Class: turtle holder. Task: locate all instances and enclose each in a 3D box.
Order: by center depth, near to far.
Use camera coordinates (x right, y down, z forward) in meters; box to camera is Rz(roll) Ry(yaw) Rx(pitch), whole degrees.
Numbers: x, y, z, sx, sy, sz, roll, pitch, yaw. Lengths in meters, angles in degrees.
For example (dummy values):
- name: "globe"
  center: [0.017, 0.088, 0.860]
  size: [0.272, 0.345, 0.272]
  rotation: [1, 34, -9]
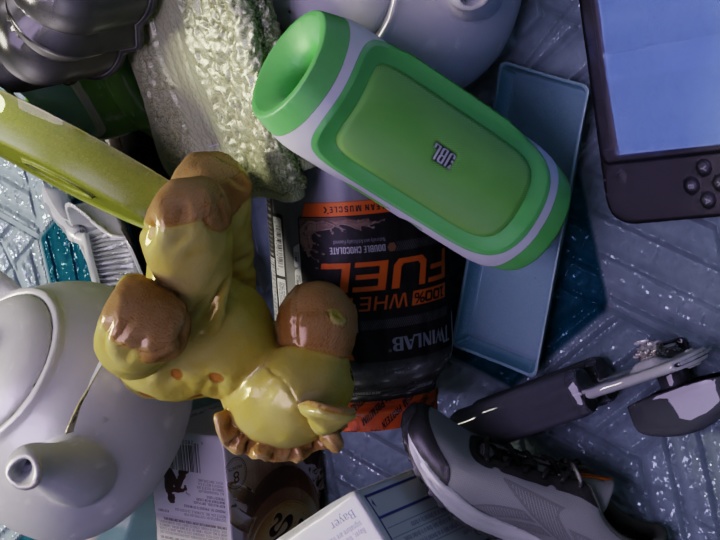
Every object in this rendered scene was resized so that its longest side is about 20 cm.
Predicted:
- name: "turtle holder"
  center: [-0.204, -0.169, 1.231]
  size: [0.131, 0.185, 0.142]
  rotation: [-12, 74, 15]

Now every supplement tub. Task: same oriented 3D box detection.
- name: "supplement tub"
  center: [0.000, 0.000, 1.174]
  size: [0.122, 0.122, 0.201]
  rotation: [4, 103, 37]

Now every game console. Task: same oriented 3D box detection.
- name: "game console"
  center: [0.184, -0.124, 1.008]
  size: [0.172, 0.118, 0.201]
  rotation: [-4, 97, 38]

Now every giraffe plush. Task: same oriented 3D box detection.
- name: "giraffe plush"
  center: [-0.071, 0.046, 1.074]
  size: [0.161, 0.173, 0.201]
  rotation: [24, 109, -1]

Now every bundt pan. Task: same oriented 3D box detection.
- name: "bundt pan"
  center: [-0.227, -0.204, 1.102]
  size: [0.201, 0.076, 0.203]
  rotation: [18, 122, 31]

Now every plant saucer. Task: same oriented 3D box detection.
- name: "plant saucer"
  center: [0.108, -0.034, 1.150]
  size: [0.070, 0.019, 0.201]
  rotation: [21, 112, 33]
- name: "plant saucer"
  center: [-0.201, -0.074, 1.188]
  size: [0.199, 0.200, 0.031]
  rotation: [22, 82, 32]

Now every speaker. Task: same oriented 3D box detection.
- name: "speaker"
  center: [0.034, -0.077, 1.063]
  size: [0.088, 0.199, 0.089]
  rotation: [-40, 33, 33]

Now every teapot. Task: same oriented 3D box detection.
- name: "teapot"
  center: [-0.004, -0.193, 1.121]
  size: [0.200, 0.146, 0.198]
  rotation: [-44, 73, 36]
- name: "teapot"
  center: [-0.225, 0.081, 1.211]
  size: [0.199, 0.146, 0.198]
  rotation: [-8, 56, 41]

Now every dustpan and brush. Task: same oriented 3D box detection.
- name: "dustpan and brush"
  center: [-0.207, -0.019, 1.358]
  size: [0.200, 0.057, 0.140]
  rotation: [-118, 9, -49]

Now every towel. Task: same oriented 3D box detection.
- name: "towel"
  center: [-0.101, -0.139, 1.112]
  size: [0.148, 0.036, 0.201]
  rotation: [1, 111, 48]

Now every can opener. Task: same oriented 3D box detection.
- name: "can opener"
  center: [0.145, 0.088, 1.125]
  size: [0.199, 0.053, 0.067]
  rotation: [-19, 89, 39]

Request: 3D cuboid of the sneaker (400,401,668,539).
- name: "sneaker"
  center: [0.112, 0.143, 1.128]
  size: [0.200, 0.074, 0.079]
  rotation: [36, 110, -7]

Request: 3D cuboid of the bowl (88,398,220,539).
- name: "bowl"
  center: [-0.205, 0.153, 1.376]
  size: [0.200, 0.105, 0.202]
  rotation: [9, 105, 35]

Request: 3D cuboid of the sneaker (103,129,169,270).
- name: "sneaker"
  center: [-0.137, -0.057, 1.316]
  size: [0.082, 0.072, 0.201]
  rotation: [-23, 74, 0]

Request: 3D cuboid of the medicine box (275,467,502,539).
- name: "medicine box"
  center: [0.051, 0.236, 1.138]
  size: [0.103, 0.182, 0.201]
  rotation: [-36, 77, 25]

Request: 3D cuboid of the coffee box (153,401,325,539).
- name: "coffee box"
  center: [-0.086, 0.203, 1.289]
  size: [0.079, 0.113, 0.201]
  rotation: [3, 102, 37]
